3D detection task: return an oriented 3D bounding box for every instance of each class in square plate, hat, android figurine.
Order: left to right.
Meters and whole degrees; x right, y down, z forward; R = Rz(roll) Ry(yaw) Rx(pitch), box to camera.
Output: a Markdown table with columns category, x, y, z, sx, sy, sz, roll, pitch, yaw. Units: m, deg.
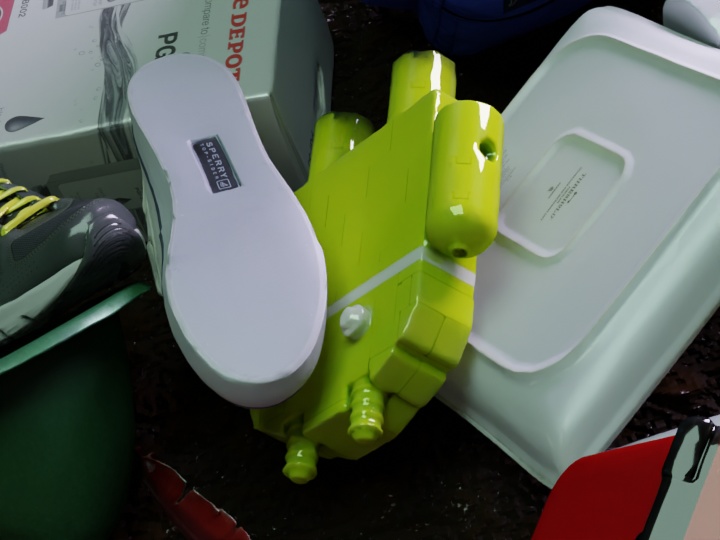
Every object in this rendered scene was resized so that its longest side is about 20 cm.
| category | x | y | z | sx | sy | sz | roll | pitch | yaw |
| --- | --- | --- | --- | --- | --- | --- | --- | --- | --- |
| hat | -0.122 | 0.117 | 0.929 | 0.165 | 0.177 | 0.200 | -30 | 4 | -11 |
| android figurine | 0.000 | 0.000 | 0.929 | 0.182 | 0.041 | 0.201 | -32 | 39 | 44 |
| square plate | 0.092 | -0.024 | 0.904 | 0.200 | 0.028 | 0.198 | -51 | 33 | -3 |

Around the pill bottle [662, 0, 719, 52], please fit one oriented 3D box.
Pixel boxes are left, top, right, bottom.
| category | x | y | z | sx | sy | sz | roll | pitch | yaw |
| --- | --- | --- | --- | --- | --- | --- | --- | --- | --- |
| pill bottle | 0.246 | -0.134 | 0.970 | 0.199 | 0.111 | 0.111 | -28 | 43 | -7 |

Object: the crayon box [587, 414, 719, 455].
| category | x | y | z | sx | sy | sz | roll | pitch | yaw |
| --- | --- | --- | --- | --- | --- | --- | --- | --- | --- |
| crayon box | 0.168 | 0.136 | 0.771 | 0.126 | 0.051 | 0.200 | -17 | 42 | 5 |

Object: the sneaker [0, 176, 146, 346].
| category | x | y | z | sx | sy | sz | roll | pitch | yaw |
| --- | --- | --- | --- | --- | --- | --- | --- | --- | --- |
| sneaker | -0.174 | -0.011 | 0.971 | 0.074 | 0.085 | 0.200 | -31 | 9 | -38 |

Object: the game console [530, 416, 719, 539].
| category | x | y | z | sx | sy | sz | roll | pitch | yaw |
| --- | --- | --- | --- | --- | --- | --- | --- | --- | --- |
| game console | 0.110 | 0.165 | 0.717 | 0.172 | 0.119 | 0.201 | 18 | 72 | 17 |

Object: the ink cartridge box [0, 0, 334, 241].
| category | x | y | z | sx | sy | sz | roll | pitch | yaw |
| --- | --- | --- | --- | --- | --- | --- | --- | --- | --- |
| ink cartridge box | -0.122 | -0.089 | 1.090 | 0.199 | 0.083 | 0.147 | -10 | 43 | 12 |

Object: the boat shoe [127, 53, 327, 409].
| category | x | y | z | sx | sy | sz | roll | pitch | yaw |
| --- | --- | --- | --- | --- | --- | --- | --- | --- | --- |
| boat shoe | -0.062 | -0.007 | 0.933 | 0.071 | 0.070 | 0.200 | -13 | 49 | -13 |

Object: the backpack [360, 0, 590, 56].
| category | x | y | z | sx | sy | sz | roll | pitch | yaw |
| --- | --- | --- | --- | --- | --- | --- | --- | --- | --- |
| backpack | 0.059 | -0.212 | 1.044 | 0.162 | 0.200 | 0.168 | -30 | 78 | -5 |
